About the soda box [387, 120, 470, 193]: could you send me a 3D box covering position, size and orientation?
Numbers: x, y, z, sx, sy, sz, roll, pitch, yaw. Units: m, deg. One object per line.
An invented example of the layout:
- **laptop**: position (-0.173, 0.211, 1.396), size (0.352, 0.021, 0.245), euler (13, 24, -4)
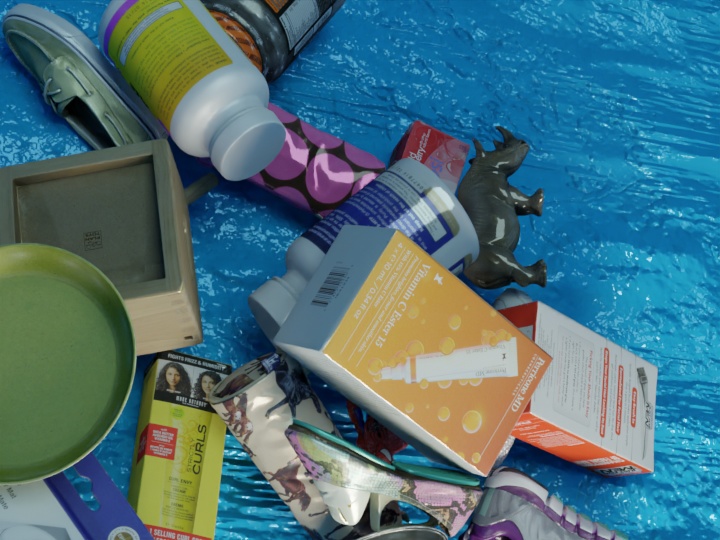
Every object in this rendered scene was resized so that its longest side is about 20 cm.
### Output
- **soda box**: position (0.049, -0.055, 1.631), size (0.070, 0.063, 0.201), euler (25, 52, -8)

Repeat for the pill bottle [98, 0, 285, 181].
- **pill bottle**: position (-0.155, -0.178, 1.507), size (0.104, 0.105, 0.200), euler (-21, 60, -34)

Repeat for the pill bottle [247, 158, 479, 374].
- **pill bottle**: position (0.000, 0.000, 1.480), size (0.199, 0.120, 0.120), euler (-37, 78, -14)

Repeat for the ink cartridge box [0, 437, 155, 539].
- **ink cartridge box**: position (-0.286, 0.202, 1.285), size (0.199, 0.041, 0.200), euler (-30, 66, -27)

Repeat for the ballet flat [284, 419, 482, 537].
- **ballet flat**: position (0.016, 0.185, 1.357), size (0.199, 0.069, 0.072), euler (21, 88, -31)

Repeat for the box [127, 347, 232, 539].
- **box**: position (-0.160, 0.170, 1.394), size (0.075, 0.050, 0.201), euler (16, 54, -16)

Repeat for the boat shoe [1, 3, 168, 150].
- **boat shoe**: position (-0.274, -0.178, 1.555), size (0.200, 0.072, 0.062), euler (40, 52, 1)

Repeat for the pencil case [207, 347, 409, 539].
- **pencil case**: position (-0.043, 0.162, 1.405), size (0.089, 0.078, 0.201), euler (-36, 98, -6)

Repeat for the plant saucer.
- **plant saucer**: position (-0.277, 0.077, 1.302), size (0.198, 0.031, 0.202), euler (-1, 71, 3)

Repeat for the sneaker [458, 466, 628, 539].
- **sneaker**: position (0.189, 0.269, 1.495), size (0.199, 0.074, 0.088), euler (31, 71, 4)

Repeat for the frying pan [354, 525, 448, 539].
- **frying pan**: position (0.038, 0.269, 1.414), size (0.190, 0.114, 0.031), euler (46, 23, -54)

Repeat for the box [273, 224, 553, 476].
- **box**: position (0.046, 0.068, 1.385), size (0.200, 0.097, 0.125), euler (38, 76, -25)

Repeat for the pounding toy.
- **pounding toy**: position (-0.217, -0.023, 1.441), size (0.182, 0.143, 0.201), euler (-10, 60, 0)

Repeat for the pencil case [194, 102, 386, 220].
- **pencil case**: position (-0.073, -0.106, 1.597), size (0.199, 0.091, 0.094), euler (26, 78, -5)

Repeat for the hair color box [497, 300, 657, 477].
- **hair color box**: position (0.202, 0.117, 1.529), size (0.199, 0.064, 0.112), euler (27, 60, -39)

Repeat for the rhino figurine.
- **rhino figurine**: position (0.142, -0.066, 1.631), size (0.087, 0.060, 0.202), euler (-1, 60, 3)

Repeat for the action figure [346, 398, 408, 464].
- **action figure**: position (0.016, 0.105, 1.494), size (0.065, 0.052, 0.201), euler (-18, 48, 15)

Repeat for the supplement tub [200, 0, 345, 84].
- **supplement tub**: position (-0.102, -0.271, 1.663), size (0.122, 0.123, 0.200), euler (36, 51, 1)

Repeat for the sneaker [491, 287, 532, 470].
- **sneaker**: position (0.103, 0.087, 1.555), size (0.114, 0.075, 0.201), euler (24, 55, -13)
